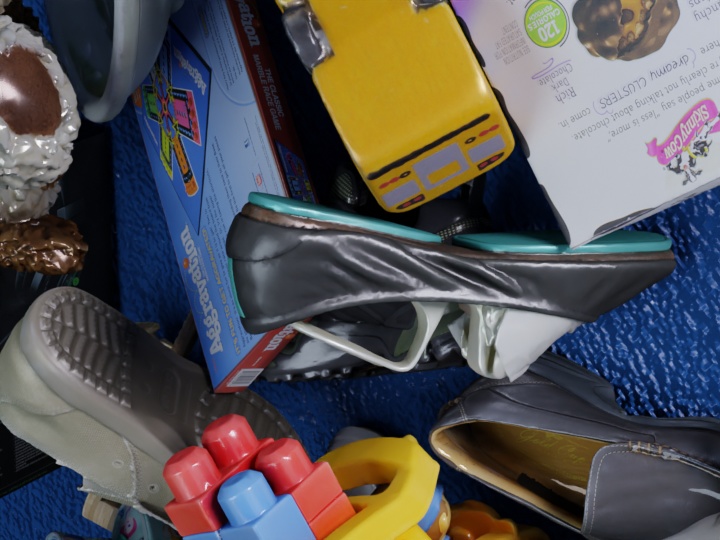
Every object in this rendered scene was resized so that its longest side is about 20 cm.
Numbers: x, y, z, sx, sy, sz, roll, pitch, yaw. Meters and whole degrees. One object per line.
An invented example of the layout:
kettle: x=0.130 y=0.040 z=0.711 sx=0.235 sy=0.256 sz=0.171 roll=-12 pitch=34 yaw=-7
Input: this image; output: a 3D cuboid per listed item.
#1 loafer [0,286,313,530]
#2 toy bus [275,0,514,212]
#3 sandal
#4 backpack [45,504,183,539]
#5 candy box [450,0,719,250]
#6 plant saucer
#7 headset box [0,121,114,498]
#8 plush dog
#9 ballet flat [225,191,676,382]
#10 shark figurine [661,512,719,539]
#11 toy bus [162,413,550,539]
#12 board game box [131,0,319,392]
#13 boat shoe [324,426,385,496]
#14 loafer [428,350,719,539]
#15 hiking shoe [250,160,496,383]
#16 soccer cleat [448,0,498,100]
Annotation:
loafer: x=-0.096 y=0.082 z=1.217 sx=0.068 sy=0.076 sz=0.200 roll=-29 pitch=122 yaw=35
toy bus: x=-0.008 y=-0.130 z=1.054 sx=0.065 sy=0.078 sz=0.201 roll=-27 pitch=70 yaw=5
sandal: x=-0.136 y=0.067 z=1.326 sx=0.069 sy=0.078 sz=0.212 roll=26 pitch=146 yaw=1
backpack: x=-0.101 y=0.232 z=1.297 sx=0.201 sy=0.149 sz=0.178 roll=-114 pitch=34 yaw=-45
candy box: x=0.116 y=-0.132 z=1.020 sx=0.167 sy=0.071 sz=0.201 roll=-26 pitch=90 yaw=47
plant saucer: x=-0.116 y=-0.173 z=1.208 sx=0.200 sy=0.050 sz=0.202 roll=172 pitch=90 yaw=-74
headset box: x=-0.220 y=0.018 z=1.343 sx=0.092 sy=0.174 sz=0.202 roll=21 pitch=124 yaw=36
plush dog: x=-0.194 y=-0.082 z=1.207 sx=0.159 sy=0.172 sz=0.201 roll=-19 pitch=53 yaw=12
ballet flat: x=0.037 y=0.009 z=1.089 sx=0.068 sy=0.198 sz=0.069 roll=-149 pitch=65 yaw=-75
shark figurine: x=0.191 y=0.065 z=1.018 sx=0.127 sy=0.089 sz=0.216 roll=23 pitch=104 yaw=9
toy bus: x=-0.003 y=0.142 z=1.159 sx=0.135 sy=0.200 sz=0.193 roll=-17 pitch=103 yaw=48
board game box: x=-0.065 y=-0.054 z=1.217 sx=0.103 sy=0.019 sz=0.201 roll=-45 pitch=53 yaw=45
boat shoe: x=0.001 y=0.180 z=1.282 sx=0.070 sy=0.069 sz=0.202 roll=10 pitch=115 yaw=44
loafer: x=0.119 y=0.100 z=1.126 sx=0.199 sy=0.072 sz=0.073 roll=20 pitch=120 yaw=35
hiking shoe: x=0.000 y=0.000 z=1.209 sx=0.199 sy=0.075 sz=0.102 roll=-7 pitch=85 yaw=46
soccer cleat: x=-0.001 y=-0.126 z=1.149 sx=0.201 sy=0.067 sz=0.081 roll=63 pitch=147 yaw=10
